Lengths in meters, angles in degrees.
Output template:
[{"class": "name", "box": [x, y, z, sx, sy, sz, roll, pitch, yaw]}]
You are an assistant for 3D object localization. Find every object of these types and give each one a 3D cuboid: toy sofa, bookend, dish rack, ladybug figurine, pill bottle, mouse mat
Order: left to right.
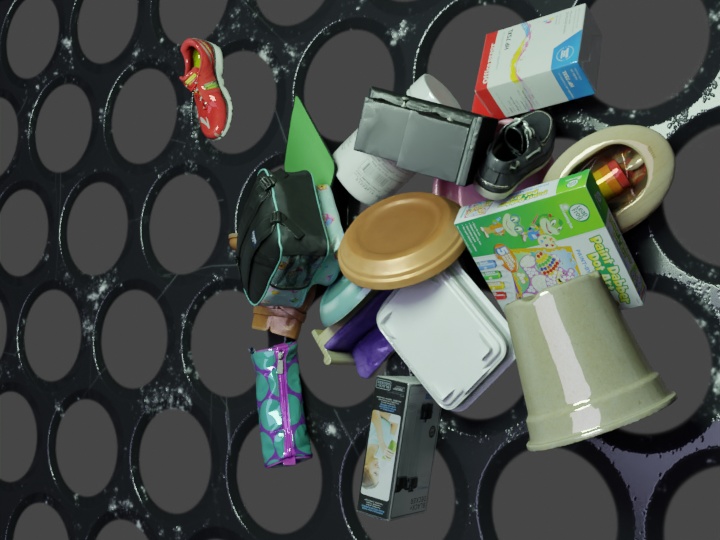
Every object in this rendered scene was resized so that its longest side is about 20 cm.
[{"class": "mouse mat", "box": [-0.085, -0.170, 1.616, 0.162, 0.007, 0.201, 62, 156, 25]}, {"class": "toy sofa", "box": [0.027, 0.077, 1.536, 0.200, 0.082, 0.098, -44, 61, 24]}, {"class": "pill bottle", "box": [0.059, -0.201, 1.524, 0.200, 0.114, 0.115, -42, 63, 25]}, {"class": "bookend", "box": [0.075, -0.188, 1.356, 0.198, 0.199, 0.093, 16, 101, 12]}, {"class": "dish rack", "box": [0.113, 0.088, 1.400, 0.200, 0.043, 0.172, 50, 123, 17]}, {"class": "ladybug figurine", "box": [0.330, -0.115, 1.333, 0.199, 0.072, 0.137, -30, 84, 21]}]

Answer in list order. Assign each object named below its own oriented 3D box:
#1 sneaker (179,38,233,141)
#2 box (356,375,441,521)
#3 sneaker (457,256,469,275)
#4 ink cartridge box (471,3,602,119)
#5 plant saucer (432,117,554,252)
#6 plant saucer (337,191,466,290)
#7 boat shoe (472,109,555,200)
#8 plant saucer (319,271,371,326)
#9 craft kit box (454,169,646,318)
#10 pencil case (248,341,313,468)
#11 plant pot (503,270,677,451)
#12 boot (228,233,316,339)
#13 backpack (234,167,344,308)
[{"class": "sneaker", "box": [-0.293, -0.332, 1.811, 0.077, 0.085, 0.202, -23, 72, 32]}, {"class": "box", "box": [0.062, 0.262, 1.472, 0.060, 0.116, 0.203, 9, 89, 33]}, {"class": "sneaker", "box": [0.133, 0.066, 1.453, 0.081, 0.075, 0.202, -19, 77, 17]}, {"class": "ink cartridge box", "box": [0.236, -0.290, 1.409, 0.198, 0.067, 0.117, -10, 51, 34]}, {"class": "plant saucer", "box": [0.201, -0.121, 1.452, 0.199, 0.051, 0.203, -4, 83, 36]}, {"class": "plant saucer", "box": [0.058, -0.051, 1.415, 0.198, 0.038, 0.201, -15, 37, 11]}, {"class": "boat shoe", "box": [0.218, -0.170, 1.331, 0.072, 0.200, 0.063, 30, 138, 16]}, {"class": "plant saucer", "box": [0.000, 0.000, 1.509, 0.027, 0.201, 0.200, 40, 114, -10]}, {"class": "craft kit box", "box": [0.256, -0.020, 1.331, 0.196, 0.049, 0.201, -17, 118, 32]}, {"class": "pencil case", "box": [-0.131, 0.221, 1.631, 0.092, 0.084, 0.203, 133, 130, -73]}, {"class": "plant pot", "box": [0.274, 0.108, 1.260, 0.199, 0.200, 0.185, -24, 84, 31]}, {"class": "boot", "box": [-0.160, 0.023, 1.690, 0.198, 0.076, 0.157, 16, 95, 26]}, {"class": "backpack", "box": [-0.115, -0.040, 1.540, 0.200, 0.152, 0.177, -54, 44, 42]}]
